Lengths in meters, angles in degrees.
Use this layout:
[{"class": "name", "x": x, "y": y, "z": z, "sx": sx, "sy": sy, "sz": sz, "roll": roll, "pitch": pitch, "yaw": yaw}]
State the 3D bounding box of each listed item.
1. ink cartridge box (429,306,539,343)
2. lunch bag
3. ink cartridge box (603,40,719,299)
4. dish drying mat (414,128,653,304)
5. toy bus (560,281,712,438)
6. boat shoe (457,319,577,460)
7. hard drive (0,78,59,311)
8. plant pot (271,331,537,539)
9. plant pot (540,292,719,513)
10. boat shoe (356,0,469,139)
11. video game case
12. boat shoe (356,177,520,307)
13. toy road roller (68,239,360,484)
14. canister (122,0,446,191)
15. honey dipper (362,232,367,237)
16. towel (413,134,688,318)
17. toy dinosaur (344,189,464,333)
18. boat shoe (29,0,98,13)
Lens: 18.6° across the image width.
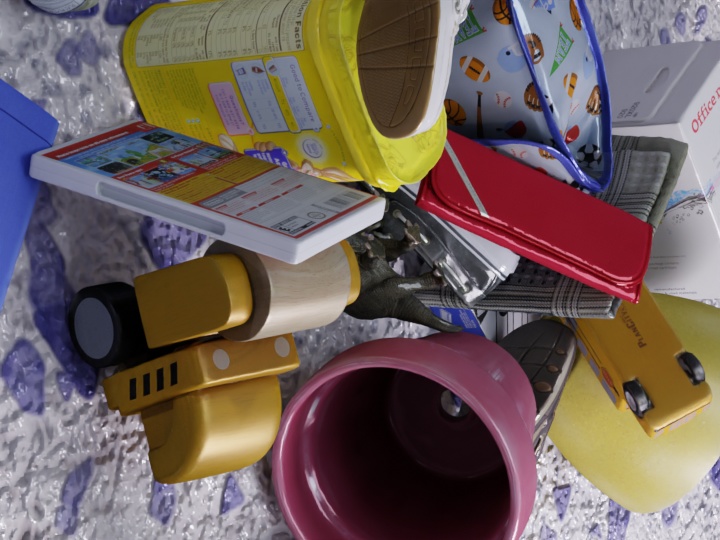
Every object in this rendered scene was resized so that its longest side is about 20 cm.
[{"class": "ink cartridge box", "x": 0.132, "y": -0.009, "z": 1.920, "sx": 0.200, "sy": 0.044, "sz": 0.094, "roll": -59, "pitch": 134, "yaw": -36}, {"class": "lunch bag", "x": 0.106, "y": -0.148, "z": 1.785, "sx": 0.124, "sy": 0.170, "sz": 0.200, "roll": -43, "pitch": 123, "yaw": -42}, {"class": "ink cartridge box", "x": 0.292, "y": -0.094, "z": 2.054, "sx": 0.147, "sy": 0.144, "sz": 0.200, "roll": -52, "pitch": 128, "yaw": -41}, {"class": "dish drying mat", "x": 0.140, "y": -0.044, "z": 1.728, "sx": 0.200, "sy": 0.018, "sz": 0.077, "roll": 24, "pitch": 58, "yaw": -14}, {"class": "toy bus", "x": 0.216, "y": 0.047, "z": 1.840, "sx": 0.200, "sy": 0.065, "sz": 0.078, "roll": 60, "pitch": -12, "yaw": 19}, {"class": "boat shoe", "x": 0.121, "y": 0.132, "z": 1.860, "sx": 0.200, "sy": 0.074, "sz": 0.073, "roll": -57, "pitch": 154, "yaw": -1}, {"class": "hard drive", "x": -0.268, "y": -0.035, "z": 1.398, "sx": 0.132, "sy": 0.025, "sz": 0.200, "roll": 37, "pitch": 60, "yaw": -47}, {"class": "plant pot", "x": 0.054, "y": 0.134, "z": 1.704, "sx": 0.179, "sy": 0.200, "sz": 0.200, "roll": -39, "pitch": 121, "yaw": -64}, {"class": "plant pot", "x": 0.226, "y": 0.097, "z": 1.950, "sx": 0.142, "sy": 0.200, "sz": 0.200, "roll": 26, "pitch": 66, "yaw": -22}, {"class": "boat shoe", "x": 0.044, "y": -0.182, "z": 1.450, "sx": 0.069, "sy": 0.071, "sz": 0.201, "roll": 13, "pitch": 77, "yaw": -50}, {"class": "video game case", "x": -0.100, "y": -0.055, "z": 1.466, "sx": 0.143, "sy": 0.200, "sz": 0.017, "roll": -30, "pitch": 135, "yaw": -63}, {"class": "boat shoe", "x": 0.037, "y": -0.042, "z": 1.748, "sx": 0.200, "sy": 0.072, "sz": 0.071, "roll": 39, "pitch": 90, "yaw": -14}, {"class": "toy road roller", "x": -0.091, "y": 0.061, "z": 1.488, "sx": 0.123, "sy": 0.200, "sz": 0.146, "roll": -10, "pitch": 83, "yaw": -46}, {"class": "canister", "x": -0.056, "y": -0.128, "z": 1.540, "sx": 0.087, "sy": 0.200, "sz": 0.149, "roll": -48, "pitch": 126, "yaw": -43}, {"class": "honey dipper", "x": -0.045, "y": -0.067, "z": 1.692, "sx": 0.200, "sy": 0.038, "sz": 0.038, "roll": 54, "pitch": 48, "yaw": -35}, {"class": "towel", "x": 0.157, "y": -0.046, "z": 1.833, "sx": 0.200, "sy": 0.192, "sz": 0.035, "roll": -62, "pitch": 140, "yaw": -33}, {"class": "toy dinosaur", "x": 0.000, "y": 0.000, "z": 1.691, "sx": 0.200, "sy": 0.102, "sz": 0.077, "roll": 23, "pitch": 51, "yaw": -44}, {"class": "boat shoe", "x": -0.202, "y": -0.271, "z": 1.474, "sx": 0.062, "sy": 0.072, "sz": 0.201, "roll": -2, "pitch": 94, "yaw": -78}]
